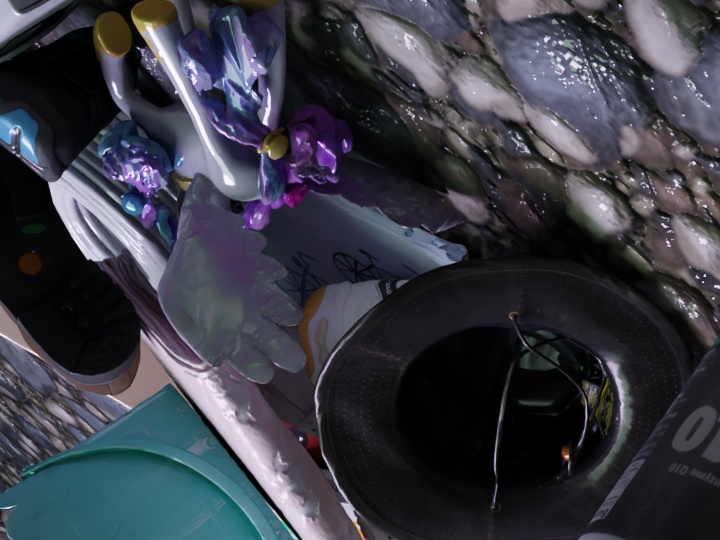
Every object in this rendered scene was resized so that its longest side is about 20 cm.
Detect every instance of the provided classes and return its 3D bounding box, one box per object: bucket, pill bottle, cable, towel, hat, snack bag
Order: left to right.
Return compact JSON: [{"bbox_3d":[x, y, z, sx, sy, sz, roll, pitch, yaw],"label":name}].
[{"bbox_3d":[-0.154,-0.037,1.088,0.200,0.069,0.200,48,161,-9],"label":"cable"},{"bbox_3d":[-0.119,0.182,1.010,0.208,0.134,0.207,49,171,11],"label":"bucket"},{"bbox_3d":[-0.073,0.089,0.952,0.201,0.032,0.191,57,169,-32],"label":"towel"},{"bbox_3d":[0.000,0.000,0.991,0.187,0.021,0.201,29,157,26],"label":"snack bag"},{"bbox_3d":[0.075,0.057,0.852,0.201,0.199,0.081,50,-160,-24],"label":"hat"},{"bbox_3d":[0.164,0.128,0.721,0.113,0.201,0.113,33,158,15],"label":"pill bottle"}]

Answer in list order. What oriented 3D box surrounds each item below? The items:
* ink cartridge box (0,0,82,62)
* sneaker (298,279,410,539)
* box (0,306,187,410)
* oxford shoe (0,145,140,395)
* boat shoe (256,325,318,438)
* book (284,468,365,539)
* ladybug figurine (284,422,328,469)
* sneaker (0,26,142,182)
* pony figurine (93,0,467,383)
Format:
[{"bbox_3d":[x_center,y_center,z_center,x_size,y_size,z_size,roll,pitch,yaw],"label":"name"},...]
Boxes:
[{"bbox_3d":[-0.211,-0.193,0.846,0.147,0.083,0.200,58,156,-9],"label":"ink cartridge box"},{"bbox_3d":[0.033,0.096,0.935,0.087,0.076,0.202,-12,118,16],"label":"sneaker"},{"bbox_3d":[-0.209,0.028,1.218,0.199,0.096,0.078,30,-176,-14],"label":"box"},{"bbox_3d":[-0.196,-0.005,0.923,0.201,0.072,0.085,55,166,18],"label":"oxford shoe"},{"bbox_3d":[-0.006,0.085,1.060,0.069,0.071,0.200,17,166,45],"label":"boat shoe"},{"bbox_3d":[0.029,0.184,1.150,0.198,0.049,0.134,2,150,26],"label":"book"},{"bbox_3d":[-0.041,0.104,1.180,0.200,0.072,0.135,48,158,-28],"label":"ladybug figurine"},{"bbox_3d":[-0.170,-0.106,0.898,0.073,0.082,0.200,44,-174,-11],"label":"sneaker"},{"bbox_3d":[-0.063,-0.058,0.842,0.192,0.166,0.202,29,142,42],"label":"pony figurine"}]
